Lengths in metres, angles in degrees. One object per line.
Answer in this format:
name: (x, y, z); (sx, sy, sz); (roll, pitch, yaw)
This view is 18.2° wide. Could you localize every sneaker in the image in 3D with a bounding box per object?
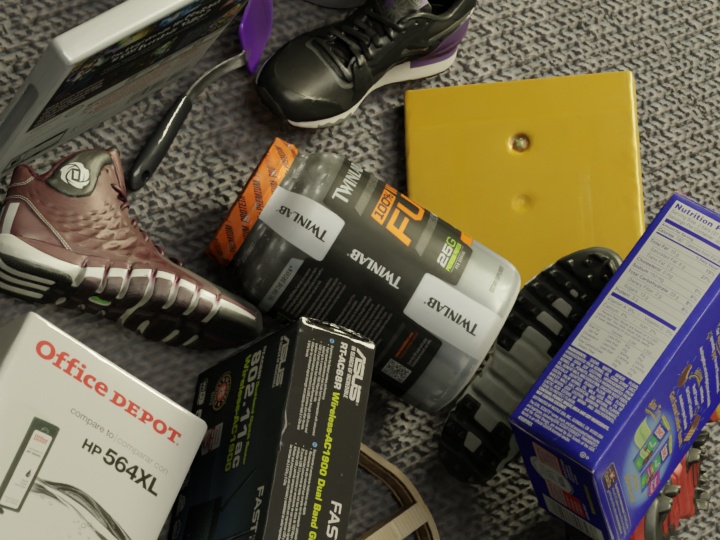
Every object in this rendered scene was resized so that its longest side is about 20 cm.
sneaker: (-0.151, -0.024, 1.514); (0.199, 0.076, 0.116); (19, 61, -26)
sneaker: (0.205, 0.162, 1.673); (0.200, 0.098, 0.071); (-37, 124, -63)
sneaker: (0.132, 0.062, 1.594); (0.066, 0.200, 0.090); (41, 23, 21)
sneaker: (0.006, -0.175, 1.650); (0.200, 0.088, 0.076); (-30, 71, -39)

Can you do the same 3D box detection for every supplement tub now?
supplement tub: (0.000, 0.000, 1.560); (0.200, 0.123, 0.123); (32, 58, -5)

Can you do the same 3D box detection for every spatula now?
spatula: (-0.111, -0.130, 1.602); (0.020, 0.057, 0.200); (23, 60, 24)

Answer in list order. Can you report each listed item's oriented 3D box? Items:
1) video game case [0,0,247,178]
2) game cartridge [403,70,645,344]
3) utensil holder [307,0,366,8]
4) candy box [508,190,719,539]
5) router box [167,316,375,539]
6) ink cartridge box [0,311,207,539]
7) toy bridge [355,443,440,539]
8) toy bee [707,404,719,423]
video game case: (-0.155, -0.141, 1.483); (0.200, 0.182, 0.023); (-34, 85, -36)
game cartridge: (0.122, -0.045, 1.664); (0.176, 0.032, 0.201); (-4, 73, 9)
utensil holder: (0.019, -0.302, 1.643); (0.169, 0.200, 0.171); (11, 68, -30)
candy box: (0.194, 0.070, 1.527); (0.077, 0.169, 0.200); (32, 75, 24)
router box: (-0.065, 0.147, 1.463); (0.062, 0.150, 0.201); (20, 63, -25)
ink cartridge box: (-0.206, 0.149, 1.410); (0.146, 0.084, 0.200); (34, 59, -19)
toy bridge: (0.020, 0.185, 1.581); (0.067, 0.027, 0.200); (-31, 92, -38)
toy bee: (0.193, 0.067, 1.699); (0.200, 0.131, 0.109); (36, 94, 25)
